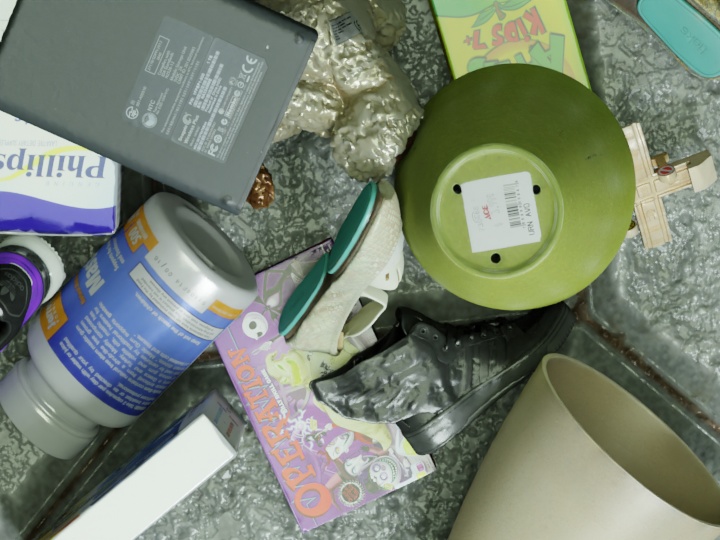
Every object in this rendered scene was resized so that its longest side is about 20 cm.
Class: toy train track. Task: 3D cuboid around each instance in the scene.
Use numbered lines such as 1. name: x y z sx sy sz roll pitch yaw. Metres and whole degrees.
1. toy train track: 0.181 -0.042 1.726 0.198 0.033 0.115 -20 124 3

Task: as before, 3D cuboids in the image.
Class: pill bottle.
1. pill bottle: -0.181 0.047 1.699 0.112 0.112 0.200 45 103 -4

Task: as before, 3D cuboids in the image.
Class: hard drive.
1. hard drive: -0.147 -0.142 1.545 0.199 0.033 0.140 24 101 -10

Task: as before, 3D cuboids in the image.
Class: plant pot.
1. plant pot: 0.105 -0.053 1.615 0.185 0.200 0.189 1 96 7
2. plant pot: 0.148 0.200 1.705 0.187 0.187 0.200 38 105 -4

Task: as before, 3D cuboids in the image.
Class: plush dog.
1. plush dog: -0.064 -0.147 1.660 0.171 0.201 0.160 -33 131 22

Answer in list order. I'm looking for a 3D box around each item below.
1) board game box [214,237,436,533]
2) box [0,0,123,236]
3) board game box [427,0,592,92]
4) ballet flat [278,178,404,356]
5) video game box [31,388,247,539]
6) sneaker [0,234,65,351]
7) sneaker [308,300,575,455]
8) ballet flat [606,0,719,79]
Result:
1. board game box: -0.034 0.090 1.757 0.119 0.032 0.201 -25 94 4
2. box: -0.227 -0.129 1.658 0.104 0.184 0.202 0 93 -4
3. board game box: 0.115 -0.174 1.733 0.101 0.048 0.202 -17 94 -1
4. ballet flat: 0.000 0.000 1.662 0.062 0.200 0.068 22 54 -12
5. video game box: -0.175 0.173 1.680 0.200 0.182 0.047 -39 90 1
6. sneaker: -0.309 0.053 1.676 0.070 0.100 0.200 43 125 -6
7. sneaker: 0.065 0.063 1.726 0.199 0.060 0.104 -40 101 -8
8. ballet flat: 0.219 -0.229 1.723 0.200 0.071 0.071 43 92 -8
